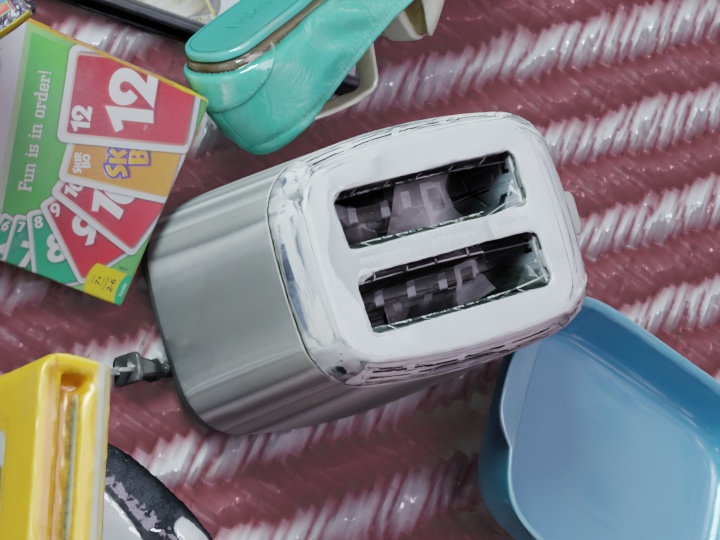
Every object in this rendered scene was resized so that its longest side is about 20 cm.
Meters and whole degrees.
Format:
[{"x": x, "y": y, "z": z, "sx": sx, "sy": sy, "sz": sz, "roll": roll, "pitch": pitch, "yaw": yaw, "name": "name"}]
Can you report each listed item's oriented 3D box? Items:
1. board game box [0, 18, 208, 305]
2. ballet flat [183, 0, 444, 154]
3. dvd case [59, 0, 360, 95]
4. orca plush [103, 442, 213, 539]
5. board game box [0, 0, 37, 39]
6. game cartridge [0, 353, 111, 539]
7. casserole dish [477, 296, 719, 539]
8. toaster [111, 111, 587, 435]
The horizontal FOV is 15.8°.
[{"x": -0.164, "y": -0.063, "z": 1.046, "sx": 0.199, "sy": 0.030, "sz": 0.096, "roll": 23, "pitch": 93, "yaw": -29, "name": "board game box"}, {"x": -0.003, "y": -0.120, "z": 1.161, "sx": 0.200, "sy": 0.067, "sz": 0.071, "roll": -45, "pitch": 129, "yaw": -32, "name": "ballet flat"}, {"x": -0.077, "y": -0.172, "z": 1.165, "sx": 0.199, "sy": 0.018, "sz": 0.144, "roll": 17, "pitch": 69, "yaw": -29, "name": "dvd case"}, {"x": -0.097, "y": 0.126, "z": 1.068, "sx": 0.105, "sy": 0.071, "sz": 0.200, "roll": -43, "pitch": 102, "yaw": 13, "name": "orca plush"}, {"x": -0.247, "y": -0.111, "z": 0.962, "sx": 0.199, "sy": 0.057, "sz": 0.166, "roll": -33, "pitch": 99, "yaw": -2, "name": "board game box"}, {"x": -0.152, "y": 0.133, "z": 0.930, "sx": 0.032, "sy": 0.200, "sz": 0.178, "roll": 12, "pitch": 71, "yaw": -33, "name": "game cartridge"}, {"x": 0.122, "y": 0.094, "z": 1.202, "sx": 0.200, "sy": 0.039, "sz": 0.122, "roll": 33, "pitch": 62, "yaw": -35, "name": "casserole dish"}, {"x": 0.000, "y": 0.000, "z": 1.106, "sx": 0.199, "sy": 0.129, "sz": 0.114, "roll": -13, "pitch": 85, "yaw": -34, "name": "toaster"}]
